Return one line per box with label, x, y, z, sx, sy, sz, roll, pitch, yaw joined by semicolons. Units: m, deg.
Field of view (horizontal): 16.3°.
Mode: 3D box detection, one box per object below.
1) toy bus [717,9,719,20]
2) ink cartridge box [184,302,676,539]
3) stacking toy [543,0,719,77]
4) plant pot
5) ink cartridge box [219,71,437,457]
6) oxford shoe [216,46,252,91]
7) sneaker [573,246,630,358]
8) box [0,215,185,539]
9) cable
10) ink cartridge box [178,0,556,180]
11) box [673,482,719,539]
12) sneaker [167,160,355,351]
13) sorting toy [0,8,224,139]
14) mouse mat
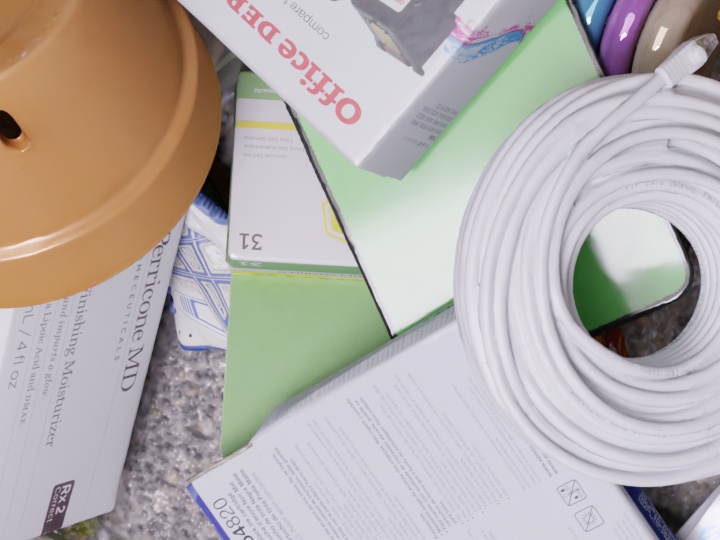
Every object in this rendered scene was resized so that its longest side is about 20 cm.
toy bus;0.238;-0.160;1.236;0.199;0.136;0.193;21;115;11
ink cartridge box;0.043;0.134;1.305;0.199;0.041;0.200;-30;102;18
stacking toy;0.090;-0.150;1.321;0.199;0.085;0.086;25;102;23
plant pot;-0.180;-0.101;1.217;0.199;0.140;0.201;-6;60;10
ink cartridge box;0.000;0.000;1.328;0.145;0.048;0.201;3;78;-2
oxford shoe;-0.087;-0.118;1.364;0.199;0.058;0.075;-32;52;-3
sneaker;0.099;0.013;1.331;0.077;0.073;0.201;-5;89;33
box;-0.225;0.019;1.380;0.199;0.130;0.200;28;115;30
cable;0.138;0.004;1.225;0.199;0.069;0.201;-26;98;-15
ink cartridge box;0.022;-0.165;1.235;0.146;0.083;0.200;43;99;13
box;0.196;0.224;1.327;0.156;0.041;0.200;42;108;11
sneaker;-0.088;0.000;1.394;0.200;0.075;0.088;45;108;12
sorting toy;-0.153;-0.154;1.339;0.184;0.037;0.201;14;68;19
mouse mat;0.062;-0.049;1.285;0.160;0.008;0.201;-24;92;13
